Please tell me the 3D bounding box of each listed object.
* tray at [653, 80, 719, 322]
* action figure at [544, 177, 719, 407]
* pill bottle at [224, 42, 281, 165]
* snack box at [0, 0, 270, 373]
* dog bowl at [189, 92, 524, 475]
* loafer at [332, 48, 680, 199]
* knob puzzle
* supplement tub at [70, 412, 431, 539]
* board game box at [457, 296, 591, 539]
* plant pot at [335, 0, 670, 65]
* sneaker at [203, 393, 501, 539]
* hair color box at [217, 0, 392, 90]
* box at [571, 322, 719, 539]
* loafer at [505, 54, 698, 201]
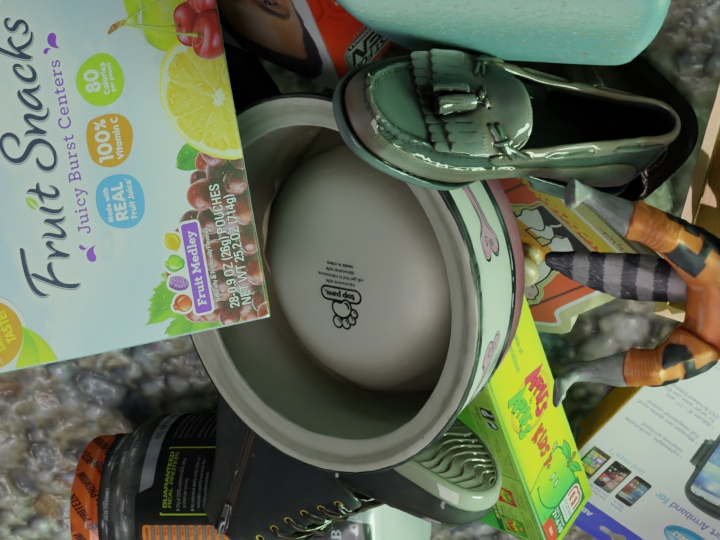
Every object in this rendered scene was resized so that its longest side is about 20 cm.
[{"bbox_3d":[0.227,-0.060,1.505,0.098,0.037,0.201,17,107,8],"label":"tray"},{"bbox_3d":[0.195,-0.018,1.458,0.192,0.105,0.202,0,97,-5],"label":"action figure"},{"bbox_3d":[-0.143,-0.051,1.594,0.200,0.112,0.112,-42,106,17],"label":"pill bottle"},{"bbox_3d":[-0.146,-0.060,1.450,0.167,0.068,0.202,-11,99,-10],"label":"snack box"},{"bbox_3d":[0.000,0.000,1.508,0.199,0.074,0.202,12,110,35],"label":"dog bowl"},{"bbox_3d":[0.075,-0.079,1.430,0.199,0.072,0.063,7,153,-42],"label":"loafer"},{"bbox_3d":[0.043,-0.024,1.596,0.218,0.031,0.220,22,148,14],"label":"knob puzzle"},{"bbox_3d":[-0.066,0.146,1.743,0.198,0.123,0.123,-1,125,19],"label":"supplement tub"},{"bbox_3d":[0.058,0.068,1.628,0.101,0.048,0.201,21,149,33],"label":"board game box"},{"bbox_3d":[0.077,-0.207,1.396,0.194,0.197,0.201,3,145,16],"label":"plant pot"},{"bbox_3d":[-0.005,0.121,1.605,0.199,0.074,0.107,27,112,41],"label":"sneaker"},{"bbox_3d":[-0.053,-0.189,1.472,0.101,0.061,0.201,25,154,36],"label":"hair color box"},{"bbox_3d":[0.202,0.098,1.675,0.119,0.042,0.200,35,131,-9],"label":"box"},{"bbox_3d":[0.096,-0.109,1.531,0.199,0.072,0.073,36,128,-10],"label":"loafer"}]
